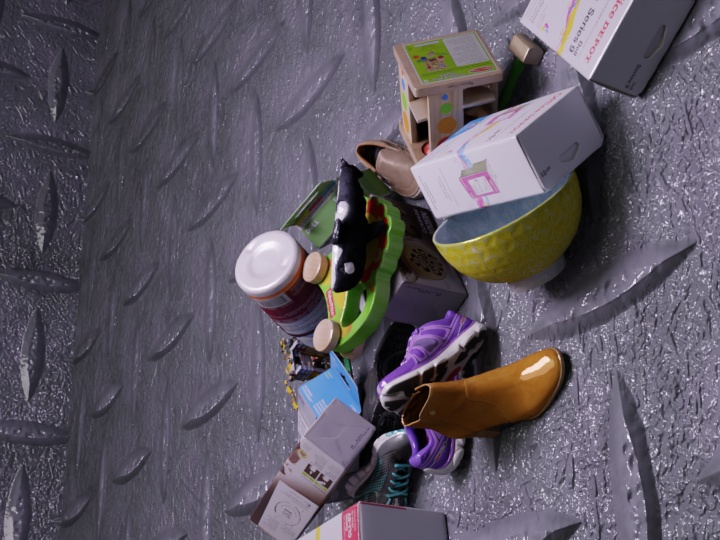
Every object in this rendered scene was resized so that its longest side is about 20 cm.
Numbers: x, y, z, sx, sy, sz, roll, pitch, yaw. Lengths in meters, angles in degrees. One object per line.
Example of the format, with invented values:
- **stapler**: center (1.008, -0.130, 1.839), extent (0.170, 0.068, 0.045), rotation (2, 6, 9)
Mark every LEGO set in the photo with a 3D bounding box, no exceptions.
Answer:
- **LEGO set**: center (-0.102, 0.146, 1.914), extent (0.154, 0.115, 0.201), rotation (-44, 42, 47)

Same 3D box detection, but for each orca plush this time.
- **orca plush**: center (0.001, -0.062, 1.572), extent (0.106, 0.071, 0.201), rotation (89, -175, -53)

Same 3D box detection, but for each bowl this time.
- **bowl**: center (0.201, -0.038, 1.402), extent (0.200, 0.200, 0.108), rotation (-2, 120, 62)

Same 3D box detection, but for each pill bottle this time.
- **pill bottle**: center (-0.103, 0.035, 1.767), extent (0.114, 0.200, 0.115), rotation (-15, 53, 21)

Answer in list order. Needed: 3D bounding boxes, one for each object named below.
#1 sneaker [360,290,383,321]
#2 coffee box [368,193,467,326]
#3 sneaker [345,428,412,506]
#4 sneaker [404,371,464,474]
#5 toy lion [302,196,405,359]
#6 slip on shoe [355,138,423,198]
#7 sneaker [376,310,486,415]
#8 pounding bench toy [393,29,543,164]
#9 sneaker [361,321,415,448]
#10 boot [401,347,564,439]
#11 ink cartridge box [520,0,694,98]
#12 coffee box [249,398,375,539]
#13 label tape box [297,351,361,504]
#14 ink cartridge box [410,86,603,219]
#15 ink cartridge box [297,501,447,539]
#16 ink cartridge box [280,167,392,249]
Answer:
- **sneaker**: center (0.018, 0.017, 1.800), extent (0.201, 0.072, 0.085), rotation (-89, 25, -43)
- **coffee box**: center (0.068, -0.014, 1.664), extent (0.080, 0.112, 0.201), rotation (-58, 33, 32)
- **sneaker**: center (0.049, 0.307, 1.631), extent (0.200, 0.077, 0.092), rotation (-62, 39, 42)
- **sneaker**: center (0.096, 0.181, 1.548), extent (0.081, 0.083, 0.201), rotation (-39, 46, 50)
- **toy lion**: center (0.000, 0.000, 1.609), extent (0.192, 0.068, 0.201), rotation (-43, 43, 36)
- **slip on shoe**: center (0.054, -0.172, 1.806), extent (0.200, 0.060, 0.076), rotation (48, 121, 57)
- **sneaker**: center (0.085, 0.121, 1.501), extent (0.083, 0.200, 0.081), rotation (32, 135, 27)
- **pounding bench toy**: center (0.161, -0.240, 1.581), extent (0.125, 0.199, 0.157), rotation (-110, 10, -49)
- **sneaker**: center (0.036, 0.171, 1.699), extent (0.091, 0.076, 0.201), rotation (-159, 84, -68)
- **boot**: center (0.151, 0.156, 1.406), extent (0.201, 0.143, 0.071), rotation (-50, 39, 42)
- **ink cartridge box**: center (0.301, -0.325, 1.374), extent (0.146, 0.087, 0.200), rotation (-64, 33, 25)
- **coffee box**: center (-0.072, 0.302, 1.647), extent (0.200, 0.080, 0.113), rotation (-58, -8, 33)
- **label tape box**: center (-0.052, 0.247, 1.775), extent (0.143, 0.066, 0.201), rotation (-131, 36, -57)
- **ink cartridge box**: center (0.186, -0.148, 1.419), extent (0.199, 0.144, 0.085), rotation (-10, 114, 51)
- **ink cartridge box**: center (0.011, 0.401, 1.571), extent (0.200, 0.144, 0.084), rotation (-43, 43, 48)
- **ink cartridge box**: center (-0.035, -0.095, 1.747), extent (0.059, 0.200, 0.104), rotation (47, 114, 7)
